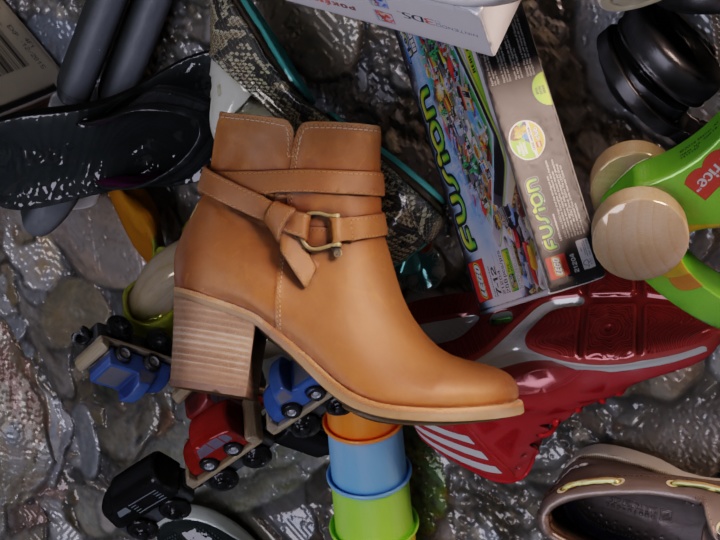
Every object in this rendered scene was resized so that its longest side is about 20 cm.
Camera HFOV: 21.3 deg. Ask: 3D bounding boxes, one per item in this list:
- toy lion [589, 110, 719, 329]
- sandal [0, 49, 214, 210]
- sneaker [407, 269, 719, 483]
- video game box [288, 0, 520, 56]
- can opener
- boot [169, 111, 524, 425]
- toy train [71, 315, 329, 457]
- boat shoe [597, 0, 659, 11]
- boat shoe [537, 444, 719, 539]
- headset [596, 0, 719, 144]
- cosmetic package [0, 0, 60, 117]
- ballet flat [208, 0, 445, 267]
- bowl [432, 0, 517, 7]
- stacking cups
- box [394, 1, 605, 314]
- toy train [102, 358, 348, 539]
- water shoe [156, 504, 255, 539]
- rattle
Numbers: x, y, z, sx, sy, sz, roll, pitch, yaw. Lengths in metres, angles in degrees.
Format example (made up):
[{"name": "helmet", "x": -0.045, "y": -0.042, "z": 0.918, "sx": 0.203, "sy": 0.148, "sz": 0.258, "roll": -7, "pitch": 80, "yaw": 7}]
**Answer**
[{"name": "toy lion", "x": 0.240, "y": -0.040, "z": 0.945, "sx": 0.191, "sy": 0.069, "sz": 0.200, "roll": 35, "pitch": 118, "yaw": -16}, {"name": "sandal", "x": -0.133, "y": -0.075, "z": 1.141, "sx": 0.199, "sy": 0.048, "sz": 0.076, "roll": -17, "pitch": 113, "yaw": 3}, {"name": "sneaker", "x": 0.116, "y": 0.060, "z": 1.101, "sx": 0.198, "sy": 0.079, "sz": 0.116, "roll": -4, "pitch": 138, "yaw": 19}, {"name": "video game box", "x": 0.023, "y": -0.219, "z": 0.962, "sx": 0.181, "sy": 0.201, "sz": 0.047, "roll": 17, "pitch": 160, "yaw": 25}, {"name": "can opener", "x": -0.159, "y": -0.110, "z": 1.181, "sx": 0.052, "sy": 0.067, "sz": 0.201, "roll": 11, "pitch": 121, "yaw": -25}, {"name": "boot", "x": 0.000, "y": 0.000, "z": 1.023, "sx": 0.198, "sy": 0.074, "sz": 0.156, "roll": 10, "pitch": 85, "yaw": -5}, {"name": "toy train", "x": -0.086, "y": 0.075, "z": 1.153, "sx": 0.199, "sy": 0.046, "sz": 0.034, "roll": 22, "pitch": 137, "yaw": -32}, {"name": "boat shoe", "x": 0.192, "y": -0.186, "z": 0.899, "sx": 0.199, "sy": 0.072, "sz": 0.060, "roll": -23, "pitch": 74, "yaw": -3}, {"name": "boat shoe", "x": 0.197, "y": 0.148, "z": 1.071, "sx": 0.198, "sy": 0.059, "sz": 0.072, "roll": 11, "pitch": 115, "yaw": 26}, {"name": "headset", "x": 0.166, "y": -0.138, "z": 0.987, "sx": 0.199, "sy": 0.094, "sz": 0.124, "roll": 24, "pitch": 119, "yaw": 2}, {"name": "cosmetic package", "x": -0.289, "y": -0.078, "z": 1.247, "sx": 0.087, "sy": 0.103, "sz": 0.200, "roll": 49, "pitch": 127, "yaw": 5}, {"name": "ballet flat", "x": -0.039, "y": -0.077, "z": 1.084, "sx": 0.075, "sy": 0.068, "sz": 0.200, "roll": -43, "pitch": 77, "yaw": 1}, {"name": "bowl", "x": 0.042, "y": -0.227, "z": 0.855, "sx": 0.199, "sy": 0.074, "sz": 0.201, "roll": 29, "pitch": 106, "yaw": 34}, {"name": "stacking cups", "x": 0.000, "y": 0.106, "z": 1.161, "sx": 0.060, "sy": 0.061, "sz": 0.202, "roll": 8, "pitch": 123, "yaw": 27}, {"name": "box", "x": 0.067, "y": -0.081, "z": 1.015, "sx": 0.110, "sy": 0.034, "sz": 0.202, "roll": 153, "pitch": 101, "yaw": -73}, {"name": "toy train", "x": -0.077, "y": 0.097, "z": 1.111, "sx": 0.199, "sy": 0.034, "sz": 0.046, "roll": -34, "pitch": 128, "yaw": 27}, {"name": "water shoe", "x": -0.081, "y": 0.249, "z": 1.274, "sx": 0.071, "sy": 0.079, "sz": 0.201, "roll": -32, "pitch": 92, "yaw": 35}, {"name": "rattle", "x": -0.052, "y": -0.029, "z": 1.172, "sx": 0.199, "sy": 0.143, "sz": 0.130, "roll": -30, "pitch": 126, "yaw": 21}]
